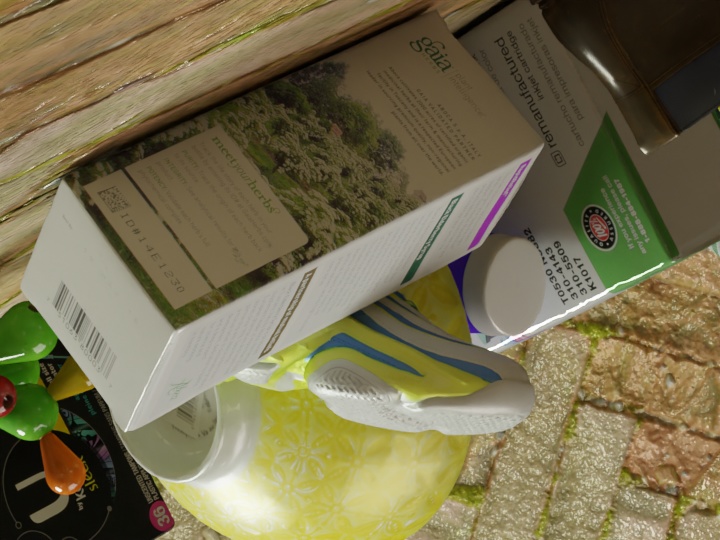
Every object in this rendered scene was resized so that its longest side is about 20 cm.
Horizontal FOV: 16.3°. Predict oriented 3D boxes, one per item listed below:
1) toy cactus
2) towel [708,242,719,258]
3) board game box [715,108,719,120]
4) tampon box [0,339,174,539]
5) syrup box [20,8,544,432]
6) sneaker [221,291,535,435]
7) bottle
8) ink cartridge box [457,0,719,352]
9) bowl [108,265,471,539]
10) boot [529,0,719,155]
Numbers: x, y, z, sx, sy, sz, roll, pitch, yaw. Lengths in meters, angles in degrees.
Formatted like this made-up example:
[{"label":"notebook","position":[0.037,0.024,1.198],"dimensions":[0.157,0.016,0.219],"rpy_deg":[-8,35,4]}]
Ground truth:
[{"label":"toy cactus","position":[-0.217,0.073,1.164],"dimensions":[0.164,0.103,0.199],"rpy_deg":[-14,177,-42]},{"label":"towel","position":[0.199,-0.097,1.384],"dimensions":[0.150,0.031,0.200],"rpy_deg":[-62,-159,9]},{"label":"board game box","position":[0.181,-0.123,1.295],"dimensions":[0.023,0.105,0.200],"rpy_deg":[-28,178,-30]},{"label":"tampon box","position":[-0.248,0.147,1.555],"dimensions":[0.199,0.151,0.126],"rpy_deg":[-27,178,-43]},{"label":"syrup box","position":[-0.029,-0.023,1.013],"dimensions":[0.199,0.079,0.082],"rpy_deg":[-27,160,-35]},{"label":"sneaker","position":[-0.017,0.005,1.082],"dimensions":[0.198,0.106,0.076],"rpy_deg":[11,167,1]},{"label":"bottle","position":[0.000,0.000,1.237],"dimensions":[0.199,0.084,0.065],"rpy_deg":[7,-151,42]},{"label":"ink cartridge box","position":[0.079,-0.045,1.250],"dimensions":[0.084,0.146,0.200],"rpy_deg":[-26,177,-43]},{"label":"bowl","position":[-0.055,0.048,1.179],"dimensions":[0.107,0.201,0.200],"rpy_deg":[-15,170,-45]},{"label":"boot","position":[0.145,-0.116,1.057],"dimensions":[0.199,0.097,0.075],"rpy_deg":[-26,178,-44]}]
